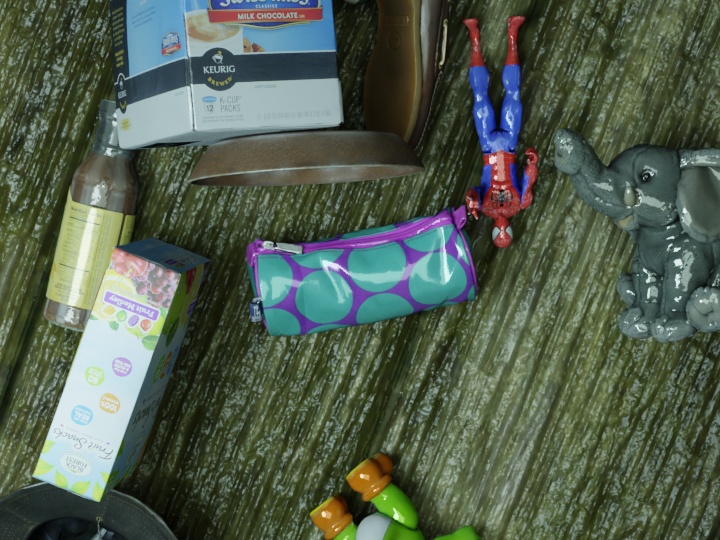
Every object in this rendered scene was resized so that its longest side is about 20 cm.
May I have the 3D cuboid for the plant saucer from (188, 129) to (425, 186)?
[{"bbox_3d":[-0.045,-0.093,1.330,0.198,0.200,0.035,-3,89,1],"label":"plant saucer"}]

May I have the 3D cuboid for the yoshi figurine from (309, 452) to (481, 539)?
[{"bbox_3d":[0.052,0.264,1.423,0.112,0.113,0.200,-34,76,-36],"label":"yoshi figurine"}]

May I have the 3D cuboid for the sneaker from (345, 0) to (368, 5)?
[{"bbox_3d":[-0.054,-0.317,1.386,0.093,0.070,0.201,-20,96,20],"label":"sneaker"}]

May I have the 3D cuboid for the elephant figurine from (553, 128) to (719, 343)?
[{"bbox_3d":[0.264,-0.051,1.356,0.140,0.155,0.202,-11,104,24],"label":"elephant figurine"}]

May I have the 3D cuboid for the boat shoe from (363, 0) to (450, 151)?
[{"bbox_3d":[0.050,-0.198,1.384,0.070,0.070,0.202,-8,112,-41],"label":"boat shoe"}]

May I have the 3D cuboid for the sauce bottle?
[{"bbox_3d":[-0.229,-0.048,1.403,0.064,0.065,0.202,14,93,0],"label":"sauce bottle"}]

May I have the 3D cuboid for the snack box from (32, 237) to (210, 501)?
[{"bbox_3d":[-0.199,0.079,1.360,0.067,0.169,0.202,21,96,2],"label":"snack box"}]

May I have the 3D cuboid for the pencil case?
[{"bbox_3d":[0.000,0.000,1.392,0.198,0.085,0.093,-10,128,1],"label":"pencil case"}]

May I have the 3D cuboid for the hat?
[{"bbox_3d":[-0.238,0.249,1.412,0.198,0.081,0.202,3,114,7],"label":"hat"}]

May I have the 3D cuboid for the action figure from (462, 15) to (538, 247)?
[{"bbox_3d":[0.120,-0.118,1.379,0.065,0.099,0.202,-3,97,2],"label":"action figure"}]

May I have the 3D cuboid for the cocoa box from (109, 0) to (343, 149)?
[{"bbox_3d":[-0.115,-0.174,1.306,0.132,0.200,0.133,-5,92,-24],"label":"cocoa box"}]
